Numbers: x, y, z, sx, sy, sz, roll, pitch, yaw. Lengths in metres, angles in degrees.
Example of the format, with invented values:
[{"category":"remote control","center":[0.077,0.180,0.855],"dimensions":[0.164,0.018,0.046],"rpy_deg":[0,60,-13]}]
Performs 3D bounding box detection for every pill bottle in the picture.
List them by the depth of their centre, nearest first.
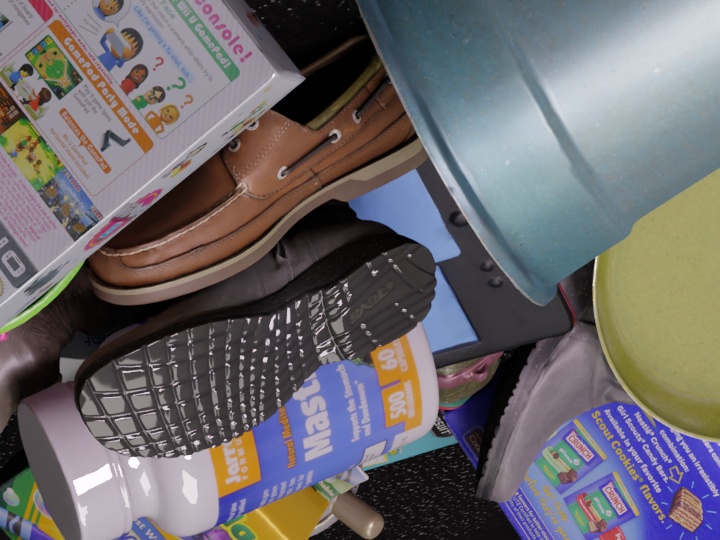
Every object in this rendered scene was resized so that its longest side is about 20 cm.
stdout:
[{"category":"pill bottle","center":[-0.069,0.069,1.222],"dimensions":[0.199,0.113,0.112],"rpy_deg":[-22,161,-20]}]

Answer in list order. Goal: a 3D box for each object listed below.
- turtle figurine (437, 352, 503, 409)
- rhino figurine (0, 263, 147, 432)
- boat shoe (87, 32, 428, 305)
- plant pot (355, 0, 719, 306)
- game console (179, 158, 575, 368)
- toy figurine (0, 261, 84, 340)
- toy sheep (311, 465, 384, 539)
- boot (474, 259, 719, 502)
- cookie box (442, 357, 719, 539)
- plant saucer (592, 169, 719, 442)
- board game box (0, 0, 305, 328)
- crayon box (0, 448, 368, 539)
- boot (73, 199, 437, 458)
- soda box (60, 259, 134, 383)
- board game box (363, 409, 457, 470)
[{"category":"turtle figurine","center":[0.049,0.025,1.409],"dimensions":[0.149,0.101,0.200],"rpy_deg":[-15,150,-8]},{"category":"rhino figurine","center":[-0.182,0.049,1.236],"dimensions":[0.200,0.060,0.088],"rpy_deg":[-40,139,-6]},{"category":"boat shoe","center":[-0.054,-0.055,1.147],"dimensions":[0.199,0.072,0.068],"rpy_deg":[-33,129,-30]},{"category":"plant pot","center":[0.118,-0.118,1.015],"dimensions":[0.195,0.201,0.200],"rpy_deg":[-27,154,13]},{"category":"game console","center":[0.000,0.000,1.302],"dimensions":[0.199,0.031,0.177],"rpy_deg":[-15,130,16]},{"category":"toy figurine","center":[-0.166,-0.039,1.077],"dimensions":[0.199,0.151,0.184],"rpy_deg":[-35,174,-11]},{"category":"toy sheep","center":[-0.066,0.109,1.442],"dimensions":[0.138,0.199,0.138],"rpy_deg":[-43,153,-28]},{"category":"boot","center":[0.157,0.070,1.423],"dimensions":[0.131,0.201,0.070],"rpy_deg":[24,-166,-5]},{"category":"cookie box","center":[0.180,0.102,1.493],"dimensions":[0.199,0.172,0.075],"rpy_deg":[-33,-177,9]},{"category":"plant saucer","center":[0.221,-0.001,1.374],"dimensions":[0.198,0.202,0.031],"rpy_deg":[-7,-165,-15]},{"category":"board game box","center":[-0.145,-0.070,0.930],"dimensions":[0.200,0.148,0.064],"rpy_deg":[-38,175,9]},{"category":"crayon box","center":[-0.109,0.125,1.338],"dimensions":[0.200,0.126,0.052],"rpy_deg":[-33,-166,37]},{"category":"boot","center":[-0.071,0.015,1.165],"dimensions":[0.199,0.130,0.068],"rpy_deg":[-24,125,-25]},{"category":"soda box","center":[-0.221,0.028,1.297],"dimensions":[0.199,0.069,0.063],"rpy_deg":[7,149,-39]},{"category":"board game box","center":[-0.026,0.095,1.583],"dimensions":[0.199,0.047,0.151],"rpy_deg":[-18,156,9]}]
